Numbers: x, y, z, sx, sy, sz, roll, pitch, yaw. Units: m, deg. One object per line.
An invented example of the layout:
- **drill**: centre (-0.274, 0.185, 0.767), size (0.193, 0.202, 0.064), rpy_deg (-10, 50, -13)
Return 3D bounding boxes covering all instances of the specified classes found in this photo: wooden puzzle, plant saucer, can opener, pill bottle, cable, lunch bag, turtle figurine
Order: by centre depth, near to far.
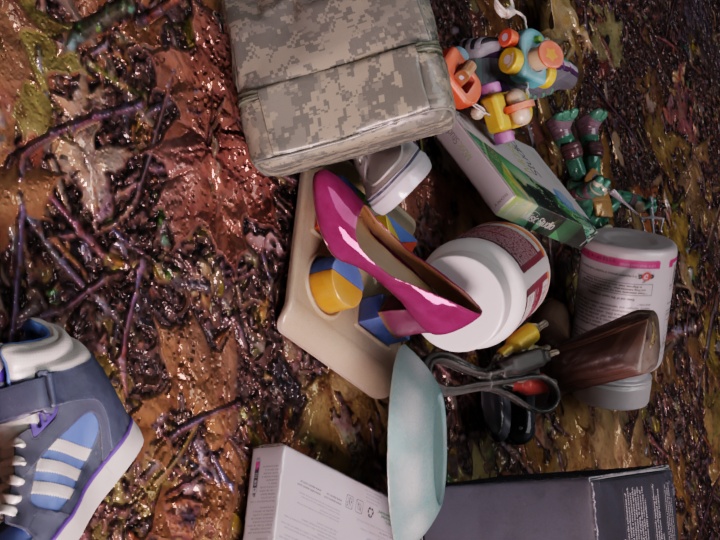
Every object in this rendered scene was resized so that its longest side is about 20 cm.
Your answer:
- **lunch bag**: centre (-0.019, -0.189, 1.379), size (0.139, 0.199, 0.168), rpy_deg (8, 67, -85)
- **plant saucer**: centre (0.058, 0.171, 1.479), size (0.201, 0.039, 0.202), rpy_deg (0, 90, -80)
- **wooden puzzle**: centre (0.000, 0.000, 1.501), size (0.185, 0.046, 0.201), rpy_deg (39, 51, -45)
- **pill bottle**: centre (0.122, 0.017, 1.578), size (0.200, 0.114, 0.115), rpy_deg (-27, 104, -70)
- **cable**: centre (0.138, 0.115, 1.623), size (0.199, 0.050, 0.098), rpy_deg (-12, 90, -33)
- **can opener**: centre (0.164, 0.096, 1.699), size (0.079, 0.063, 0.201), rpy_deg (77, 14, -66)
- **pill bottle**: centre (0.311, 0.058, 1.845), size (0.113, 0.113, 0.201), rpy_deg (-18, 117, -56)
- **turtle figurine**: centre (0.298, -0.101, 1.921), size (0.150, 0.100, 0.201), rpy_deg (4, 65, -63)

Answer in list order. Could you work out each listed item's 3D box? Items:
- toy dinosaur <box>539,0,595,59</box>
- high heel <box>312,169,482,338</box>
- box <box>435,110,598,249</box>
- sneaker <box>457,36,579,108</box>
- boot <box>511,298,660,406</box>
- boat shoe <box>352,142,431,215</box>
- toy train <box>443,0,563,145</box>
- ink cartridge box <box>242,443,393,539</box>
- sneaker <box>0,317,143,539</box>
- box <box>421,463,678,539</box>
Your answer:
- **toy dinosaur**: centre (0.255, -0.315, 1.934), size (0.200, 0.058, 0.101), rpy_deg (-74, 147, -46)
- **high heel**: centre (0.034, -0.022, 1.433), size (0.200, 0.096, 0.068), rpy_deg (55, 37, -30)
- **box**: centre (0.174, -0.102, 1.729), size (0.200, 0.036, 0.145), rpy_deg (15, 35, -53)
- **sneaker**: centre (0.182, -0.216, 1.817), size (0.200, 0.074, 0.088), rpy_deg (6, 87, -44)
- **boot**: centre (0.266, 0.072, 1.729), size (0.064, 0.200, 0.187), rpy_deg (39, 46, -20)
- **boat shoe**: centre (0.018, -0.106, 1.491), size (0.067, 0.074, 0.200), rpy_deg (44, 5, -10)
- **toy train**: centre (0.156, -0.228, 1.696), size (0.150, 0.056, 0.200), rpy_deg (54, 51, -20)
- **ink cartridge box**: centre (-0.038, 0.278, 1.378), size (0.196, 0.043, 0.201), rpy_deg (36, 54, -49)
- **sneaker**: centre (-0.249, 0.125, 1.083), size (0.147, 0.080, 0.200), rpy_deg (56, 44, -19)
- **box**: centre (0.196, 0.269, 1.584), size (0.196, 0.199, 0.124), rpy_deg (7, 77, -55)
